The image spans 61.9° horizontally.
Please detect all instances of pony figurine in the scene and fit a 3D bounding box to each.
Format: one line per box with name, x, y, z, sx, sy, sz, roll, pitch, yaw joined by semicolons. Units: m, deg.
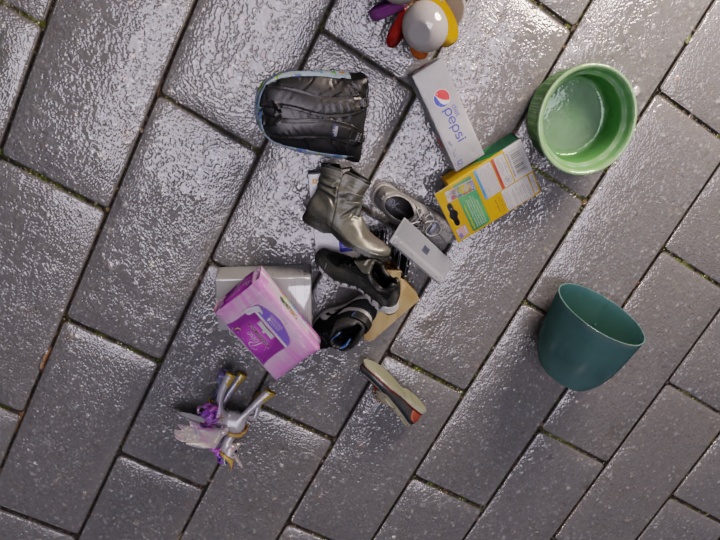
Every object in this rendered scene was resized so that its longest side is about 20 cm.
pony figurine;-0.301;0.318;1.289;0.190;0.166;0.204;28;89;-22

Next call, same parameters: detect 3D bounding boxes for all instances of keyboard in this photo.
keyboard;0.128;-0.035;1.222;0.199;0.011;0.057;37;81;-44

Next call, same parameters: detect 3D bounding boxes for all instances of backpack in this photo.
backpack;-0.099;-0.291;1.106;0.195;0.154;0.168;-7;117;-26

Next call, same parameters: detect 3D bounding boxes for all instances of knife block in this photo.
knife block;0.034;0.019;1.254;0.199;0.064;0.176;-40;107;8

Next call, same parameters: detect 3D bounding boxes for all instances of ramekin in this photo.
ramekin;0.421;-0.296;1.167;0.193;0.098;0.206;-2;109;-5

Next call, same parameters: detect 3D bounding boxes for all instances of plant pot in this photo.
plant pot;0.471;0.154;1.280;0.195;0.202;0.164;19;118;-11

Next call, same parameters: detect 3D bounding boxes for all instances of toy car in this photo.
toy car;0.085;-0.473;1.061;0.147;0.176;0.202;-17;115;40

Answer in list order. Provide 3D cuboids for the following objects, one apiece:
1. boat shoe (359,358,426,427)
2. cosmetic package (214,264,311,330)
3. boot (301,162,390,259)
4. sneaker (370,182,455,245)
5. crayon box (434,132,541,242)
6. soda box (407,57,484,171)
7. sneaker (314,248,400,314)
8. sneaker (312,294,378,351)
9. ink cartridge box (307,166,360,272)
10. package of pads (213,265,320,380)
boat shoe;0.063;0.276;1.342;0.062;0.072;0.199;-43;112;12
cosmetic package;-0.196;0.054;1.234;0.193;0.081;0.116;1;109;-5
boot;-0.009;-0.116;1.155;0.196;0.068;0.133;28;105;0
sneaker;0.108;-0.102;1.210;0.196;0.082;0.076;25;105;-13
crayon box;0.250;-0.165;1.210;0.197;0.052;0.127;-31;118;4
soda box;0.165;-0.300;1.159;0.067;0.064;0.203;-29;109;4
sneaker;0.000;0.000;1.173;0.197;0.067;0.092;32;137;11
sneaker;-0.055;0.127;1.220;0.073;0.112;0.198;47;127;-10
ink cartridge box;-0.052;-0.103;1.219;0.092;0.037;0.206;-6;107;-4
package of pads;-0.179;0.107;1.171;0.119;0.076;0.201;-35;112;8
